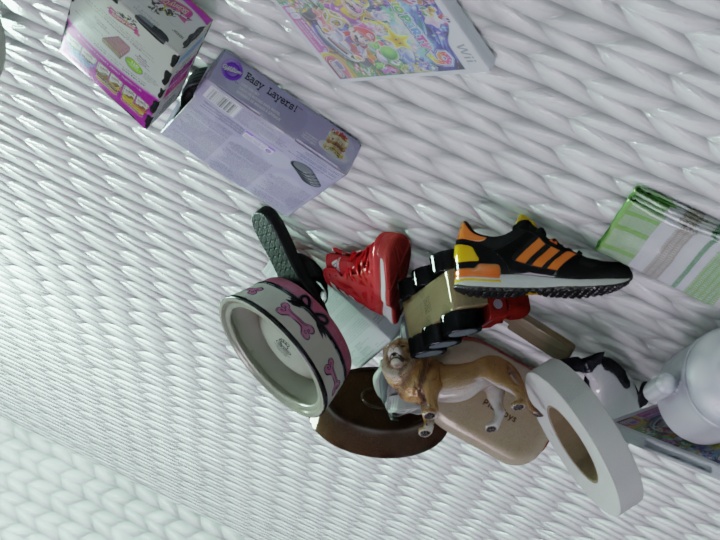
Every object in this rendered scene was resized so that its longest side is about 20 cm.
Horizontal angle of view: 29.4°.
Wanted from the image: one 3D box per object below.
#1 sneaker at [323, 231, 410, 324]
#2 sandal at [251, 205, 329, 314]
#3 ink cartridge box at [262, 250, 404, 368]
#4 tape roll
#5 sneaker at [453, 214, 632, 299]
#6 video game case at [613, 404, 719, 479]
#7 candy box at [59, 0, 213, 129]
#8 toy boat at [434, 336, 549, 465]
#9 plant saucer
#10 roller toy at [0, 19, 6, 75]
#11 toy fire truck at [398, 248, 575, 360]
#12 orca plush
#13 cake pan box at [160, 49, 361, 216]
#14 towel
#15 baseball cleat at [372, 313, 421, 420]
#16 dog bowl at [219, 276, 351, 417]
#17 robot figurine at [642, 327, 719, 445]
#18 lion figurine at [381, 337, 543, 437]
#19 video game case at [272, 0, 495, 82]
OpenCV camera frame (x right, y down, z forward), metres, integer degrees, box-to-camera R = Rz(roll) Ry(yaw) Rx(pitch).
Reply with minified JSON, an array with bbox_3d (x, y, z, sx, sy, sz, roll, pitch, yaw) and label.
[{"bbox_3d":[0.000,0.000,1.733,0.114,0.079,0.201,20,154,13],"label":"sneaker"},{"bbox_3d":[-0.077,0.001,1.810,0.075,0.048,0.202,6,125,55],"label":"sandal"},{"bbox_3d":[-0.038,0.037,1.911,0.200,0.047,0.160,45,156,0],"label":"ink cartridge box"},{"bbox_3d":[0.267,0.200,1.650,0.204,0.037,0.203,58,171,14],"label":"tape roll"},{"bbox_3d":[0.200,-0.018,1.503,0.197,0.091,0.070,-1,171,-1],"label":"sneaker"},{"bbox_3d":[0.412,0.202,1.614,0.142,0.018,0.199,-10,-158,-42],"label":"video game case"},{"bbox_3d":[-0.244,-0.251,1.469,0.136,0.061,0.200,42,156,-3],"label":"candy box"},{"bbox_3d":[0.173,0.170,1.876,0.199,0.131,0.131,30,-175,-8],"label":"toy boat"},{"bbox_3d":[0.026,0.188,1.897,0.198,0.200,0.035,17,119,20],"label":"plant saucer"},{"bbox_3d":[-0.523,-0.258,1.612,0.182,0.202,0.139,33,157,-29],"label":"roller toy"},{"bbox_3d":[0.166,0.050,1.643,0.198,0.130,0.176,-6,166,-20],"label":"toy fire truck"},{"bbox_3d":[0.296,0.149,1.736,0.200,0.105,0.071,36,-169,-45],"label":"orca plush"},{"bbox_3d":[-0.121,-0.154,1.581,0.199,0.053,0.184,33,153,-13],"label":"cake pan box"},{"bbox_3d":[0.349,-0.006,1.418,0.198,0.031,0.150,25,155,5],"label":"towel"},{"bbox_3d":[0.080,0.118,1.791,0.069,0.107,0.201,-3,139,-27],"label":"baseball cleat"},{"bbox_3d":[-0.094,0.095,1.814,0.200,0.074,0.201,38,152,24],"label":"dog bowl"},{"bbox_3d":[0.398,0.128,1.520,0.167,0.114,0.200,-5,164,-10],"label":"robot figurine"},{"bbox_3d":[0.124,0.138,1.709,0.197,0.123,0.073,0,138,-1],"label":"lion figurine"},{"bbox_3d":[0.016,-0.237,1.310,0.199,0.018,0.143,3,146,42],"label":"video game case"}]
